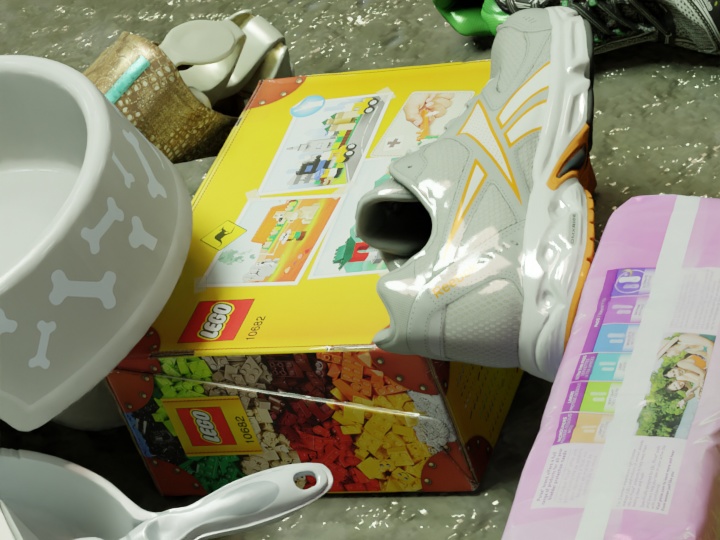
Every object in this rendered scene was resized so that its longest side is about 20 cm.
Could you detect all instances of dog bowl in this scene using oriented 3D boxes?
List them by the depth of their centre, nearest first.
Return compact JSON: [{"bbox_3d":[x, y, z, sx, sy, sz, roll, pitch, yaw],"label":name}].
[{"bbox_3d":[-0.170,-0.009,1.113,0.200,0.059,0.200,-17,39,14],"label":"dog bowl"}]

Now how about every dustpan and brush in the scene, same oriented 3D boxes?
[{"bbox_3d":[-0.106,0.116,1.067,0.200,0.057,0.140,-15,66,-19],"label":"dustpan and brush"}]

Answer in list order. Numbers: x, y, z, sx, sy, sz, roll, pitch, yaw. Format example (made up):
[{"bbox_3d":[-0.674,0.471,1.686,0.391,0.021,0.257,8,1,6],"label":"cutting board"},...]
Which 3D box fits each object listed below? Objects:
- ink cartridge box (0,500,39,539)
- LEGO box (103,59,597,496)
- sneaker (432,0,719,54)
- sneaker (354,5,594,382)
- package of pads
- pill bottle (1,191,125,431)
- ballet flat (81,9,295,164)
[{"bbox_3d":[-0.177,0.175,0.949,0.200,0.145,0.084,-30,71,-4],"label":"ink cartridge box"},{"bbox_3d":[0.000,0.000,1.178,0.149,0.077,0.200,-3,39,26],"label":"LEGO box"},{"bbox_3d":[0.112,-0.125,1.305,0.085,0.078,0.200,-45,30,-19],"label":"sneaker"},{"bbox_3d":[0.045,-0.039,1.083,0.092,0.076,0.200,3,39,2],"label":"sneaker"},{"bbox_3d":[0.107,0.079,0.970,0.075,0.121,0.200,0,39,20],"label":"package of pads"},{"bbox_3d":[-0.172,-0.004,1.248,0.200,0.113,0.113,17,49,42],"label":"pill bottle"},{"bbox_3d":[-0.065,-0.086,1.276,0.065,0.070,0.200,-51,-9,20],"label":"ballet flat"}]
